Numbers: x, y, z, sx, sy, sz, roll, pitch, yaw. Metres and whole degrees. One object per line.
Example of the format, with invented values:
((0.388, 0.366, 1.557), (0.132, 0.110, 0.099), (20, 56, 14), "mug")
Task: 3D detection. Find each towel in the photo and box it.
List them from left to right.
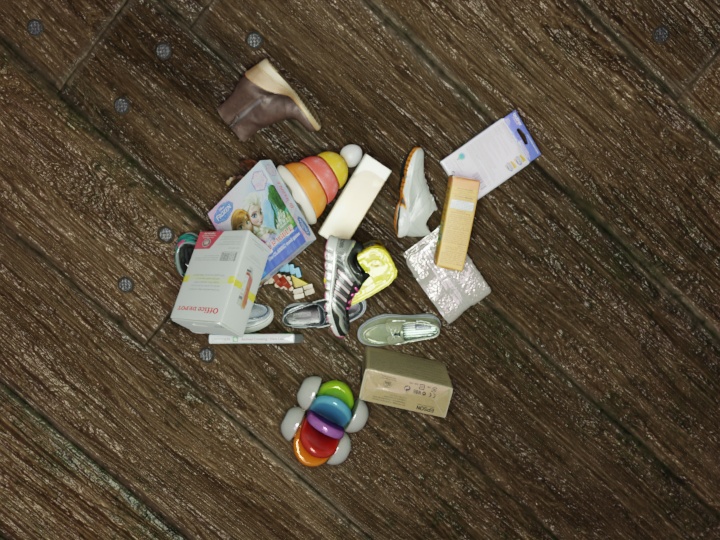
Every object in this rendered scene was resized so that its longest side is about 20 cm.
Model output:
((0.198, 0.006, 1.530), (0.132, 0.034, 0.201), (-36, 97, 6), "towel")

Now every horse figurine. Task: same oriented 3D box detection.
((-0.221, -0.164, 1.483), (0.131, 0.050, 0.203), (-17, 95, 29), "horse figurine")

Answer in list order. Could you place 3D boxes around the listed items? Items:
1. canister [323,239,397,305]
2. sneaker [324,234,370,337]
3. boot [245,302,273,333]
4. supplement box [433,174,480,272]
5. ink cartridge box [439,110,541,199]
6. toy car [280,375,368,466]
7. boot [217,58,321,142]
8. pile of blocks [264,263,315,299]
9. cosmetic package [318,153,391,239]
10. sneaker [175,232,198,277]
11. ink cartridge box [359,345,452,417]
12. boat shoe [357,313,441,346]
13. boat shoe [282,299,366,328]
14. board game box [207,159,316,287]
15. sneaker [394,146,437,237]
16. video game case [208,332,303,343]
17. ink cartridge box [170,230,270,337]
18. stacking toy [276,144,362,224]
((0.000, 0.000, 1.446), (0.147, 0.200, 0.088), (-29, 97, 4), "canister")
((-0.024, 0.031, 1.311), (0.086, 0.074, 0.204), (-1, 94, 7), "sneaker")
((-0.295, 0.088, 1.492), (0.196, 0.073, 0.091), (-7, 135, -8), "boot")
((0.210, -0.104, 1.463), (0.067, 0.067, 0.204), (8, 99, 0), "supplement box")
((0.289, -0.251, 1.489), (0.198, 0.042, 0.120), (-34, 97, 8), "ink cartridge box")
((-0.085, 0.354, 1.522), (0.173, 0.150, 0.202), (29, 97, -3), "toy car")
((-0.201, -0.344, 1.478), (0.166, 0.072, 0.200), (-42, 97, 18), "boot")
((-0.191, 0.002, 1.517), (0.197, 0.062, 0.083), (23, 98, -3), "pile of blocks")
((-0.012, -0.153, 1.474), (0.070, 0.105, 0.202), (31, 99, -4), "cosmetic package")
((-0.340, 0.000, 1.488), (0.084, 0.121, 0.200), (-44, 97, 7), "sneaker")
((0.098, 0.247, 1.498), (0.196, 0.165, 0.077), (13, 100, -1), "ink cartridge box")
((0.089, 0.135, 1.534), (0.196, 0.062, 0.074), (-10, 98, 3), "boat shoe")
((-0.083, 0.096, 1.526), (0.196, 0.068, 0.073), (-5, 98, 1), "boat shoe")
((-0.217, -0.096, 1.436), (0.199, 0.041, 0.201), (-37, 79, 31), "board game box")
((0.132, -0.172, 1.492), (0.090, 0.076, 0.204), (5, 106, -8), "sneaker")
((-0.224, 0.149, 1.470), (0.178, 0.200, 0.023), (-1, 85, 0), "video game case")
((-0.288, 0.026, 1.372), (0.143, 0.083, 0.203), (1, 65, 31), "ink cartridge box")
((-0.075, -0.210, 1.469), (0.198, 0.146, 0.147), (-34, 97, -11), "stacking toy")
